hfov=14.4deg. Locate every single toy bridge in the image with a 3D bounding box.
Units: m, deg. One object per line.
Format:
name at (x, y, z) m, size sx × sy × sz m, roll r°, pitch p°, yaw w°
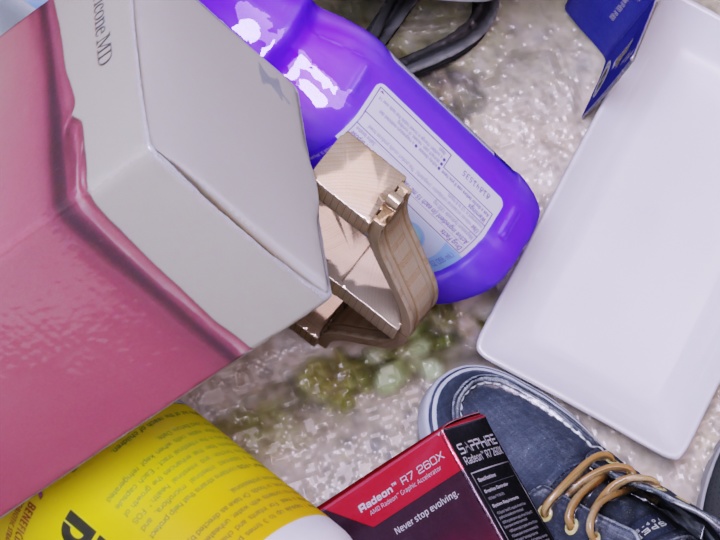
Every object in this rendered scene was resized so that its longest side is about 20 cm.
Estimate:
toy bridge at (0.000, 0.000, 1.198) m, size 0.067 × 0.200 × 0.027 m, roll 38°, pitch 73°, yaw 3°

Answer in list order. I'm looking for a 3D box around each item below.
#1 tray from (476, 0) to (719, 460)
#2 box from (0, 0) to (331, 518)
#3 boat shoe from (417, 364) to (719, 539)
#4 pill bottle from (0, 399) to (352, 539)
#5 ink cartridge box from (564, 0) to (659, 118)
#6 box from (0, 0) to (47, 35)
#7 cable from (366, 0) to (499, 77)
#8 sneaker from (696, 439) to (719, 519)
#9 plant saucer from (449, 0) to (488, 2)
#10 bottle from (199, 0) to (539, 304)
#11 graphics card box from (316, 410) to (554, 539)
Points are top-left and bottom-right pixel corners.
tray at (0.142, -0.021, 1.309) m, size 0.107 × 0.022 × 0.201 m, roll 28°, pitch 75°, yaw 3°
box at (-0.124, -0.008, 1.101) m, size 0.199 × 0.109 × 0.128 m, roll -34°, pitch 39°, yaw 21°
boat shoe at (0.107, 0.106, 1.228) m, size 0.071 × 0.091 × 0.200 m, roll -38°, pitch 76°, yaw -22°
pill bottle at (-0.070, 0.122, 1.173) m, size 0.200 × 0.104 × 0.104 m, roll 36°, pitch 74°, yaw 25°
ink cartridge box at (0.138, -0.175, 1.310) m, size 0.037 × 0.095 × 0.201 m, roll 23°, pitch 74°, yaw -4°
box at (-0.153, -0.119, 1.238) m, size 0.121 × 0.048 × 0.201 m, roll 0°, pitch 50°, yaw -35°
cable at (-0.017, -0.083, 1.294) m, size 0.199 × 0.050 × 0.098 m, roll -22°, pitch 76°, yaw -10°
sneaker at (0.216, 0.060, 1.262) m, size 0.074 × 0.085 × 0.201 m, roll 34°, pitch 75°, yaw 5°
plant saucer at (0.013, -0.152, 1.257) m, size 0.199 × 0.200 × 0.051 m, roll 8°, pitch 101°, yaw -3°
bottle at (-0.012, -0.068, 1.240) m, size 0.200 × 0.083 × 0.065 m, roll 43°, pitch 65°, yaw -22°
graphics card box at (0.045, 0.178, 1.203) m, size 0.125 × 0.051 × 0.201 m, roll -34°, pitch 80°, yaw 24°
